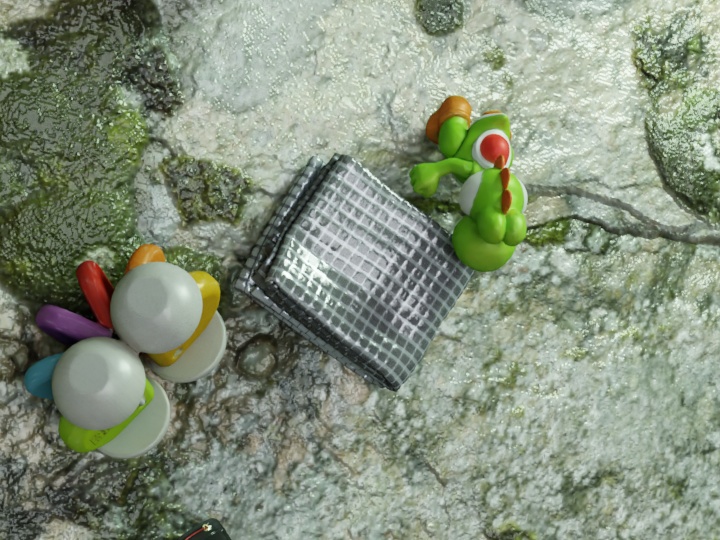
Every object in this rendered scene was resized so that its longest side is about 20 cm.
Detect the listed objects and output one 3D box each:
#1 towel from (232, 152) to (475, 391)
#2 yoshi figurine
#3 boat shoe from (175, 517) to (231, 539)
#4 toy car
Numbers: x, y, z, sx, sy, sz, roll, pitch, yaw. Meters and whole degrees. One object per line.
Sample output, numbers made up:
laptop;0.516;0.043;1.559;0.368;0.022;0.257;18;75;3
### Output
towel;0.000;0.000;1.623;0.200;0.086;0.166;37;78;-19
yoshi figurine;0.114;-0.075;1.624;0.112;0.200;0.112;-21;129;9
boat shoe;-0.207;0.308;1.567;0.201;0.074;0.063;-30;67;-8
toy car;-0.225;0.065;1.510;0.150;0.175;0.200;33;78;15
